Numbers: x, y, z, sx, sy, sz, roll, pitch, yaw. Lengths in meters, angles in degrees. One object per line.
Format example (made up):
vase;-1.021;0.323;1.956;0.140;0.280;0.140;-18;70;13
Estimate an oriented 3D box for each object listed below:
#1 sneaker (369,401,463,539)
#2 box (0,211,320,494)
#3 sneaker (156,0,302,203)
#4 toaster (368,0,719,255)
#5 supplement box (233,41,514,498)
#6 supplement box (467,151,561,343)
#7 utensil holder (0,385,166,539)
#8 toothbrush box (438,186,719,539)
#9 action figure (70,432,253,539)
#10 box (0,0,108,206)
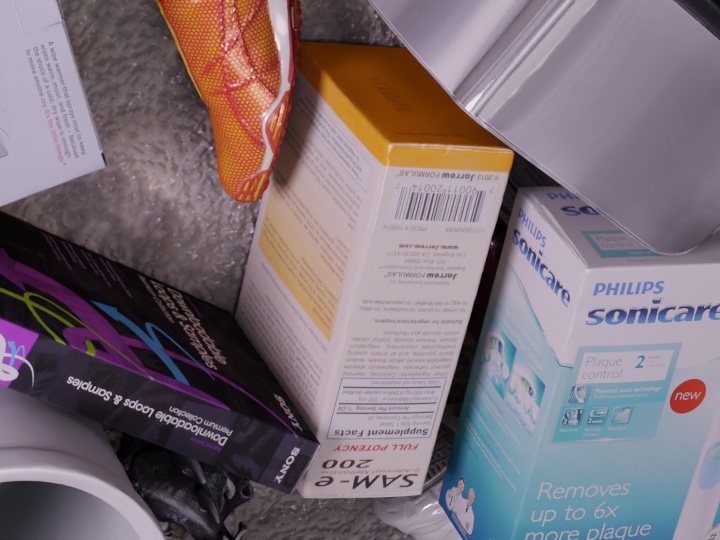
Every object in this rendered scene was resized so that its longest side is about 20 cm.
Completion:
sneaker;0.104;0.096;1.272;0.200;0.078;0.099;-33;134;8
box;-0.126;0.031;1.080;0.200;0.143;0.036;27;104;-34
sneaker;-0.067;-0.127;1.071;0.077;0.073;0.201;0;117;1
toaster;0.105;-0.121;1.069;0.200;0.181;0.119;33;103;-36
supplement box;0.000;0.000;1.128;0.073;0.126;0.201;1;118;-26
supplement box;0.151;-0.028;1.203;0.199;0.086;0.111;-22;125;-10
utensil holder;-0.197;0.111;1.059;0.169;0.200;0.170;-11;123;-18
toothbrush box;0.139;0.060;1.144;0.146;0.085;0.201;-1;121;-25
action figure;-0.092;0.154;1.183;0.119;0.200;0.102;-20;168;-41
box;-0.226;-0.116;0.976;0.176;0.097;0.200;-22;125;-11
